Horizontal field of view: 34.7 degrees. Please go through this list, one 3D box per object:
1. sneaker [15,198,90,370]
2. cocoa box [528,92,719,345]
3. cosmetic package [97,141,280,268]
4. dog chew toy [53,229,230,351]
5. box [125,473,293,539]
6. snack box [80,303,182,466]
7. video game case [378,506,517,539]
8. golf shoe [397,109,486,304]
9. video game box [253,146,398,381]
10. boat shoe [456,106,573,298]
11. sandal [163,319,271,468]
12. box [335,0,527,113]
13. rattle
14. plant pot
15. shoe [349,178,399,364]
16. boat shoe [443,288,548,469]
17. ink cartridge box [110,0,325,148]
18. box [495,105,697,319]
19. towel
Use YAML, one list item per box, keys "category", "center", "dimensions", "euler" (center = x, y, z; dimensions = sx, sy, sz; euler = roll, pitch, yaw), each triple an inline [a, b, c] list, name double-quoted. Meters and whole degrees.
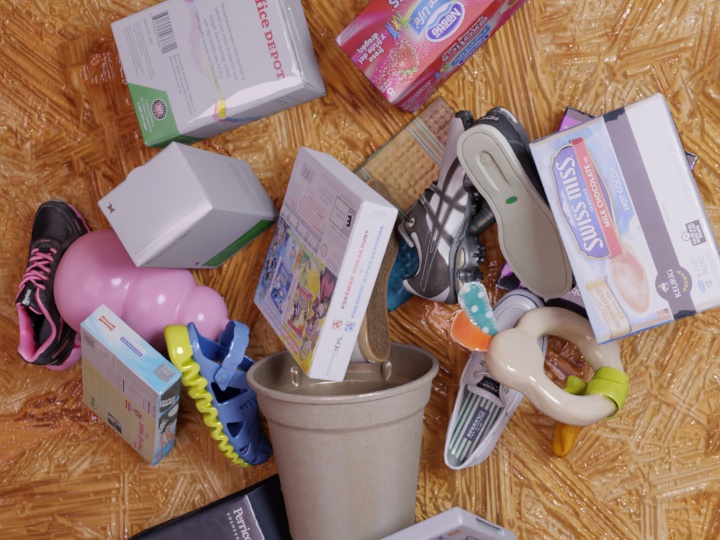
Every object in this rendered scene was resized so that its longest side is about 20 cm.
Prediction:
- category: "sneaker"
  center: [-0.362, 0.017, 1.333]
  dimensions: [0.078, 0.095, 0.203]
  euler: [0, 90, 18]
- category: "cocoa box"
  center: [0.259, -0.047, 1.092]
  dimensions: [0.130, 0.133, 0.202]
  euler: [-20, 86, 18]
- category: "cosmetic package"
  center: [-0.176, -0.064, 1.221]
  dimensions: [0.107, 0.200, 0.085]
  euler: [-35, 81, 14]
- category: "dog chew toy"
  center: [-0.239, 0.034, 1.287]
  dimensions: [0.198, 0.125, 0.126]
  euler: [22, 97, 7]
- category: "box"
  center: [-0.152, 0.359, 1.266]
  dimensions: [0.198, 0.117, 0.198]
  euler: [-25, 84, 14]
- category: "snack box"
  center: [-0.253, 0.131, 1.262]
  dimensions: [0.116, 0.201, 0.037]
  euler: [39, 59, 12]
- category: "video game case"
  center: [0.046, 0.301, 1.176]
  dimensions: [0.199, 0.182, 0.022]
  euler: [-27, 61, 15]
- category: "golf shoe"
  center: [0.083, -0.066, 1.190]
  dimensions: [0.093, 0.078, 0.203]
  euler: [3, 89, 16]
- category: "video game box"
  center: [-0.041, -0.011, 1.177]
  dimensions: [0.046, 0.200, 0.184]
  euler: [13, 105, -26]
- category: "boat shoe"
  center: [0.165, -0.066, 1.143]
  dimensions: [0.071, 0.068, 0.201]
  euler: [-15, 111, 34]
- category: "sandal"
  center: [-0.136, 0.130, 1.245]
  dimensions: [0.086, 0.080, 0.201]
  euler: [-24, 123, -1]
- category: "box"
  center: [0.083, -0.268, 1.194]
  dimensions: [0.200, 0.100, 0.096]
  euler: [-44, 80, 12]
- category: "rattle"
  center: [0.152, 0.101, 1.139]
  dimensions: [0.198, 0.143, 0.132]
  euler: [11, 67, -18]
- category: "plant pot"
  center: [-0.013, 0.188, 1.198]
  dimensions: [0.198, 0.200, 0.186]
  euler: [0, 103, 16]
- category: "shoe"
  center: [0.000, 0.000, 1.204]
  dimensions: [0.053, 0.070, 0.202]
  euler: [-12, 66, 37]
- category: "boat shoe"
  center: [0.140, 0.119, 1.186]
  dimensions: [0.073, 0.067, 0.202]
  euler: [20, 105, 16]
- category: "ink cartridge box"
  center: [-0.155, -0.234, 1.271]
  dimensions: [0.198, 0.087, 0.147]
  euler: [-18, 86, 18]
- category: "box"
  center: [0.241, -0.049, 1.186]
  dimensions: [0.142, 0.036, 0.202]
  euler: [24, 96, 15]
- category: "towel"
  center: [0.057, -0.070, 1.247]
  dimensions: [0.200, 0.022, 0.147]
  euler: [-41, 80, 12]
